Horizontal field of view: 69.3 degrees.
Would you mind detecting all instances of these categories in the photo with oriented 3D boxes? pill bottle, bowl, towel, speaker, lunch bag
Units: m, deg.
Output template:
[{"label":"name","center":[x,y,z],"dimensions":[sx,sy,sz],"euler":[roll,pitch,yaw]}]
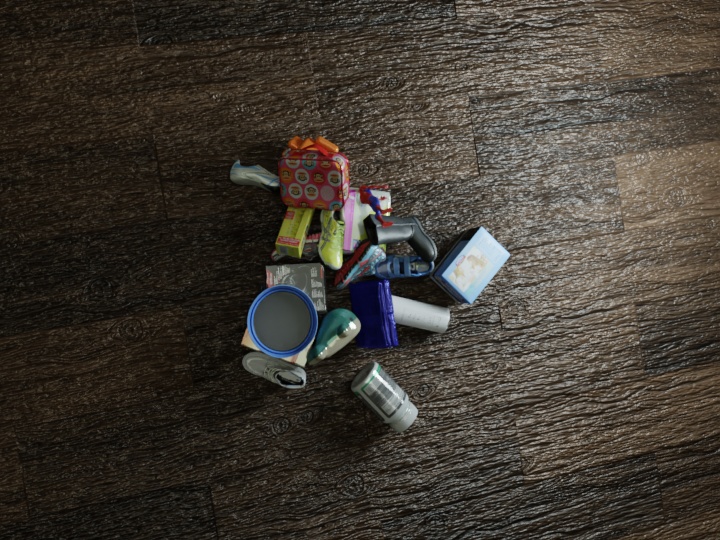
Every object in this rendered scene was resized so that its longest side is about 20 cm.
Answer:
[{"label":"pill bottle","center":[0.074,0.385,1.574],"dimensions":[0.113,0.113,0.200],"euler":[-44,97,-7]},{"label":"bowl","center":[-0.220,0.144,1.476],"dimensions":[0.196,0.039,0.205],"euler":[1,85,-11]},{"label":"towel","center":[0.033,0.132,1.562],"dimensions":[0.145,0.049,0.204],"euler":[-8,90,34]},{"label":"speaker","center":[0.171,0.135,1.608],"dimensions":[0.196,0.081,0.083],"euler":[12,88,-9]},{"label":"lunch bag","center":[-0.130,-0.263,1.448],"dimensions":[0.196,0.082,0.179],"euler":[8,125,12]}]

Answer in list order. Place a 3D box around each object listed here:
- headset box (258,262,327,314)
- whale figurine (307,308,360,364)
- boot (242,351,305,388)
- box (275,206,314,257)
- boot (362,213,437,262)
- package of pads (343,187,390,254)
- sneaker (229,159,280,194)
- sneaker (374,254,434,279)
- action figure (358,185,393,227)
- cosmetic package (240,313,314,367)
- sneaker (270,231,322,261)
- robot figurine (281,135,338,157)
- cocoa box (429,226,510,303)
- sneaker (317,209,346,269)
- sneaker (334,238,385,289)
[{"label":"headset box","center":[-0.201,0.056,1.546],"dimensions":[0.196,0.077,0.152],"euler":[-4,90,-9]},{"label":"whale figurine","center":[-0.089,0.187,1.519],"dimensions":[0.104,0.159,0.199],"euler":[50,51,1]},{"label":"boot","center":[-0.251,0.292,1.526],"dimensions":[0.196,0.096,0.075],"euler":[17,87,-9]},{"label":"box","center":[-0.185,-0.135,1.508],"dimensions":[0.074,0.050,0.203],"euler":[10,56,5]},{"label":"boot","center":[0.115,-0.091,1.519],"dimensions":[0.198,0.066,0.166],"euler":[0,50,-44]},{"label":"package of pads","center":[0.012,-0.146,1.588],"dimensions":[0.151,0.068,0.205],"euler":[5,89,-9]},{"label":"sneaker","center":[-0.283,-0.274,1.538],"dimensions":[0.196,0.072,0.074],"euler":[14,79,-13]},{"label":"sneaker","center":[0.135,-0.014,1.602],"dimensions":[0.196,0.082,0.076],"euler":[-6,93,-9]},{"label":"action figure","center":[0.060,-0.200,1.485],"dimensions":[0.097,0.200,0.066],"euler":[-17,128,-17]},{"label":"cosmetic package","center":[-0.242,0.202,1.533],"dimensions":[0.197,0.087,0.105],"euler":[20,84,-9]},{"label":"sneaker","center":[-0.170,-0.062,1.551],"dimensions":[0.196,0.081,0.076],"euler":[-16,94,-10]},{"label":"robot figurine","center":[-0.134,-0.310,1.541],"dimensions":[0.198,0.117,0.145],"euler":[34,82,-7]},{"label":"cocoa box","center":[0.335,-0.016,1.611],"dimensions":[0.133,0.131,0.201],"euler":[42,83,-7]},{"label":"sneaker","center":[-0.078,-0.104,1.505],"dimensions":[0.074,0.076,0.204],"euler":[4,72,-31]},{"label":"sneaker","center":[0.000,0.000,1.551],"dimensions":[0.095,0.080,0.200],"euler":[27,126,-28]}]
